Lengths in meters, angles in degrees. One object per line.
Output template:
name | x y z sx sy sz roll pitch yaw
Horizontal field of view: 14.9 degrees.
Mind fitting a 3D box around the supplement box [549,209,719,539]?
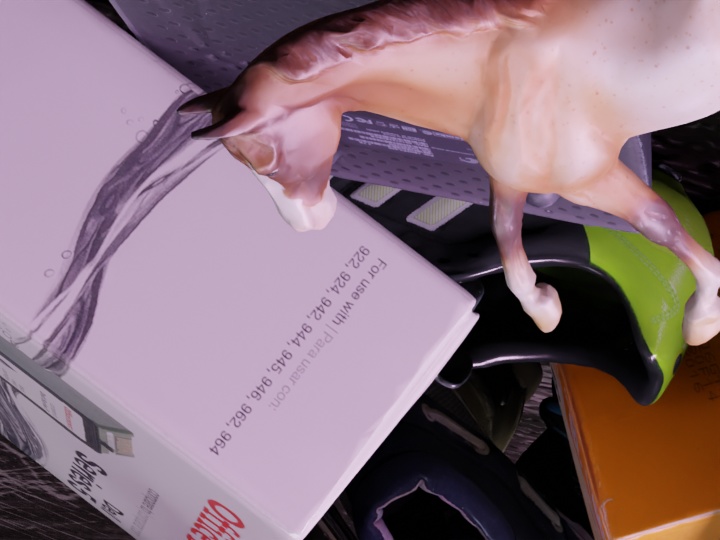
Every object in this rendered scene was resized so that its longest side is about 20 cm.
supplement box | 0.117 0.098 0.900 0.073 0.126 0.200 -16 132 3

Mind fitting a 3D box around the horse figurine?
horse figurine | 0.078 -0.042 0.590 0.199 0.050 0.133 -21 136 19

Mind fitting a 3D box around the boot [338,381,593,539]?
boot | 0.044 0.113 0.988 0.200 0.073 0.090 50 -168 -35

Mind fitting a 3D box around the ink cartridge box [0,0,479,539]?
ink cartridge box | -0.079 -0.004 0.765 0.200 0.084 0.146 38 164 2

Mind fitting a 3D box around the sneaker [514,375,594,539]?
sneaker | 0.097 0.051 1.029 0.082 0.073 0.200 20 150 -18

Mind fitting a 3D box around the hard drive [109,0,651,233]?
hard drive | 0.008 -0.064 0.704 0.134 0.043 0.200 11 167 15

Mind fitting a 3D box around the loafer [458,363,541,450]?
loafer | 0.024 0.041 1.063 0.076 0.068 0.200 9 167 23

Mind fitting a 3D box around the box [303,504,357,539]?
box | -0.041 0.078 0.960 0.160 0.043 0.200 54 178 -33

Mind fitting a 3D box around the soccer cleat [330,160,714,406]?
soccer cleat | 0.007 -0.010 0.831 0.199 0.081 0.068 11 136 9
